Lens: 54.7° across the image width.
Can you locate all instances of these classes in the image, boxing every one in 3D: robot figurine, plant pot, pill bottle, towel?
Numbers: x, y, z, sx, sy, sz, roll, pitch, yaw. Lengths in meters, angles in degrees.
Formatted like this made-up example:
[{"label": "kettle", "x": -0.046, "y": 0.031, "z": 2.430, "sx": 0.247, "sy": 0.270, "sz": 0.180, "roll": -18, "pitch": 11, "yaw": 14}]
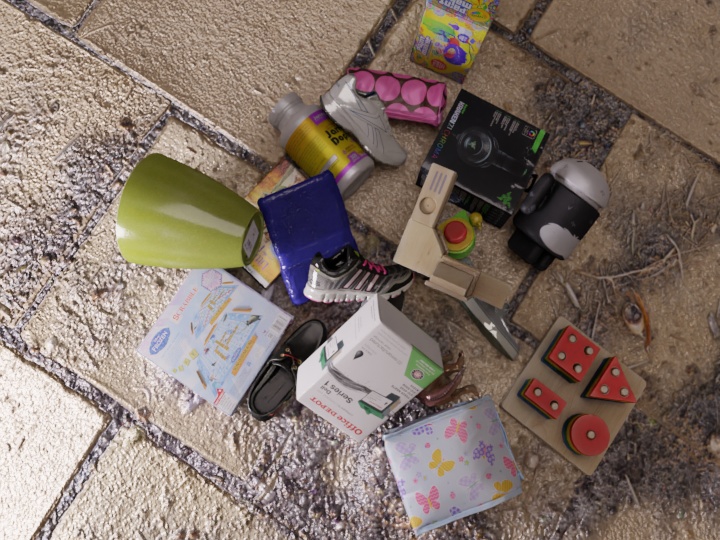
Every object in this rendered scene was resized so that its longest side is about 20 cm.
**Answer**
[{"label": "robot figurine", "x": 0.351, "y": -0.102, "z": 1.243, "sx": 0.124, "sy": 0.150, "sz": 0.202, "roll": 36, "pitch": 103, "yaw": 8}, {"label": "plant pot", "x": -0.268, "y": -0.077, "z": 1.157, "sx": 0.196, "sy": 0.187, "sz": 0.191, "roll": 16, "pitch": 77, "yaw": 10}, {"label": "pill bottle", "x": -0.075, "y": -0.226, "z": 1.261, "sx": 0.104, "sy": 0.104, "sz": 0.200, "roll": -43, "pitch": 85, "yaw": -11}, {"label": "towel", "x": -0.085, "y": -0.058, "z": 1.218, "sx": 0.145, "sy": 0.049, "sz": 0.203, "roll": -23, "pitch": 109, "yaw": -12}]

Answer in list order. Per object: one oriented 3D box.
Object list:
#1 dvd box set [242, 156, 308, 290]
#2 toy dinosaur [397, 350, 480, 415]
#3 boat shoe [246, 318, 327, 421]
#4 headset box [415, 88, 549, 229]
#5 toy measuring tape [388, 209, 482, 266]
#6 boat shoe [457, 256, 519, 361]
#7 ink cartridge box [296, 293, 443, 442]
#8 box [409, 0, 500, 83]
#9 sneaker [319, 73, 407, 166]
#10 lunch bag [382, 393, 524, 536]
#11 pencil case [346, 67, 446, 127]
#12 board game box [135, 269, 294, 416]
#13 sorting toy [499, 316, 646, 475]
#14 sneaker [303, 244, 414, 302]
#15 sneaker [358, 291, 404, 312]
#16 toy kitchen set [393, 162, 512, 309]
[{"label": "dvd box set", "x": -0.155, "y": -0.086, "z": 1.264, "sx": 0.146, "sy": 0.029, "sz": 0.200, "roll": 43, "pitch": 78, "yaw": 5}, {"label": "toy dinosaur", "x": 0.110, "y": 0.193, "z": 1.158, "sx": 0.133, "sy": 0.200, "sz": 0.088, "roll": -16, "pitch": 92, "yaw": -18}, {"label": "boat shoe", "x": -0.122, "y": 0.169, "z": 1.199, "sx": 0.073, "sy": 0.063, "sz": 0.203, "roll": 35, "pitch": 77, "yaw": 6}, {"label": "headset box", "x": 0.228, "y": -0.200, "z": 1.281, "sx": 0.197, "sy": 0.093, "sz": 0.176, "roll": 29, "pitch": 78, "yaw": 4}, {"label": "toy measuring tape", "x": 0.144, "y": -0.035, "z": 1.257, "sx": 0.198, "sy": 0.074, "sz": 0.074, "roll": -36, "pitch": 83, "yaw": -3}, {"label": "boat shoe", "x": 0.229, "y": 0.063, "z": 1.241, "sx": 0.071, "sy": 0.070, "sz": 0.202, "roll": -35, "pitch": 80, "yaw": -4}, {"label": "ink cartridge box", "x": 0.012, "y": 0.159, "z": 1.108, "sx": 0.145, "sy": 0.085, "sz": 0.200, "roll": 37, "pitch": 112, "yaw": -21}, {"label": "box", "x": 0.190, "y": -0.495, "z": 1.286, "sx": 0.120, "sy": 0.200, "sz": 0.196, "roll": 23, "pitch": 78, "yaw": 0}, {"label": "sneaker", "x": 0.020, "y": -0.264, "z": 1.243, "sx": 0.087, "sy": 0.075, "sz": 0.199, "roll": -44, "pitch": 119, "yaw": 14}, {"label": "lunch bag", "x": 0.154, "y": 0.318, "z": 1.157, "sx": 0.197, "sy": 0.127, "sz": 0.172, "roll": -22, "pitch": 80, "yaw": 3}, {"label": "pencil case", "x": 0.064, "y": -0.318, "z": 1.300, "sx": 0.195, "sy": 0.092, "sz": 0.095, "roll": 6, "pitch": 43, "yaw": -1}, {"label": "board game box", "x": -0.249, "y": 0.112, "z": 1.210, "sx": 0.198, "sy": 0.041, "sz": 0.202, "roll": 33, "pitch": 78, "yaw": 3}, {"label": "sorting toy", "x": 0.383, "y": 0.217, "z": 1.221, "sx": 0.198, "sy": 0.070, "sz": 0.201, "roll": 37, "pitch": 78, "yaw": 4}, {"label": "sneaker", "x": 0.000, "y": 0.000, "z": 1.191, "sx": 0.196, "sy": 0.074, "sz": 0.089, "roll": -4, "pitch": 113, "yaw": -12}, {"label": "sneaker", "x": 0.014, "y": 0.097, "z": 1.195, "sx": 0.075, "sy": 0.116, "sz": 0.201, "roll": 38, "pitch": 79, "yaw": 4}, {"label": "toy kitchen set", "x": 0.171, "y": -0.054, "z": 1.136, "sx": 0.197, "sy": 0.163, "sz": 0.183, "roll": 24, "pitch": 98, "yaw": 12}]
